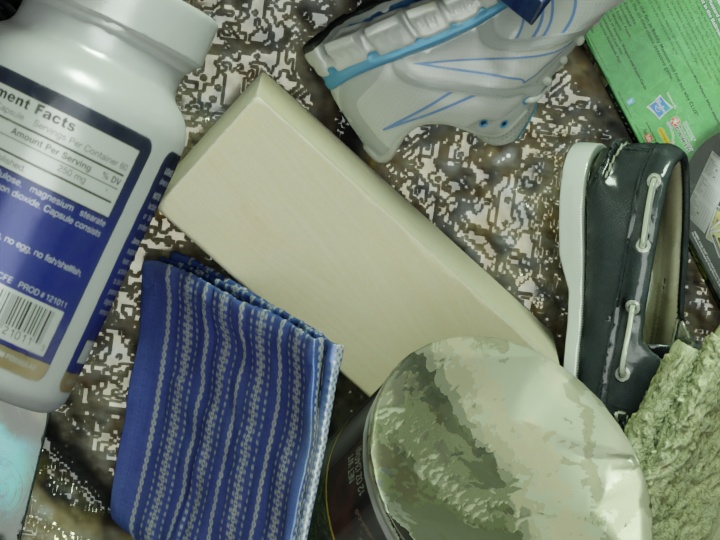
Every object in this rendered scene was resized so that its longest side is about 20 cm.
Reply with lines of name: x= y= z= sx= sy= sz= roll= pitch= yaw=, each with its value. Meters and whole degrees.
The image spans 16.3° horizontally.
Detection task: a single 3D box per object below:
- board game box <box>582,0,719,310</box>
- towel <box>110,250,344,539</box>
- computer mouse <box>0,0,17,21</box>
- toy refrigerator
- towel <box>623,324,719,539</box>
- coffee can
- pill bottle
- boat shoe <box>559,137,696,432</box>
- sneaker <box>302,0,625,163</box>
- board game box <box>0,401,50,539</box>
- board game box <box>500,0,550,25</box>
board game box: x=0.197 y=-0.063 z=1.265 sx=0.104 sy=0.023 sz=0.201 roll=-28 pitch=99 yaw=2
towel: x=-0.071 y=0.078 z=1.184 sx=0.024 sy=0.200 sz=0.146 roll=7 pitch=98 yaw=-27
computer mouse: x=-0.264 y=-0.094 z=1.201 sx=0.199 sy=0.044 sz=0.110 roll=-29 pitch=137 yaw=4
toy refrigerator: x=0.000 y=0.000 z=1.235 sx=0.200 sy=0.070 sz=0.076 roll=41 pitch=102 yaw=-10
towel: x=0.164 y=0.132 z=1.246 sx=0.148 sy=0.036 sz=0.201 roll=27 pitch=94 yaw=-45
coffee can: x=0.023 y=0.141 z=1.170 sx=0.146 sy=0.147 sz=0.200 roll=33 pitch=138 yaw=-8
pill bottle: x=-0.150 y=-0.045 z=1.175 sx=0.115 sy=0.116 sz=0.201 roll=26 pitch=89 yaw=-7
boat shoe: x=0.136 y=0.036 z=1.240 sx=0.060 sy=0.076 sz=0.202 roll=0 pitch=103 yaw=26
sneaker: x=0.078 y=-0.111 z=1.224 sx=0.199 sy=0.075 sz=0.087 roll=-20 pitch=106 yaw=15
board game box: x=-0.251 y=0.052 z=1.246 sx=0.198 sy=0.028 sz=0.136 roll=14 pitch=97 yaw=-6
board game box: x=0.063 y=-0.254 z=1.161 sx=0.200 sy=0.043 sz=0.199 roll=38 pitch=79 yaw=2
